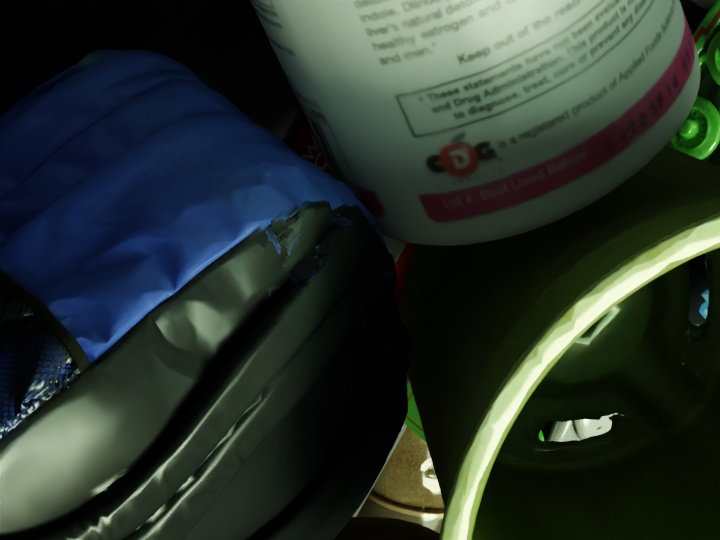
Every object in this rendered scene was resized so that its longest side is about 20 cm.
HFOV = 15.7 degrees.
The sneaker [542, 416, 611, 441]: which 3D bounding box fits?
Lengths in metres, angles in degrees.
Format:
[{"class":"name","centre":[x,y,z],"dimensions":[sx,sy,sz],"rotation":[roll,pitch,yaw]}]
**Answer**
[{"class":"sneaker","centre":[0.096,0.047,1.039],"dimensions":[0.200,0.074,0.089],"rotation":[42,66,-33]}]

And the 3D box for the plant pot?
[{"class":"plant pot","centre":[0.094,0.041,0.787],"dimensions":[0.199,0.190,0.201],"rotation":[-5,112,-13]}]

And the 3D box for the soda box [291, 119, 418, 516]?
[{"class":"soda box","centre":[0.000,0.000,0.933],"dimensions":[0.070,0.063,0.201],"rotation":[2,122,-54]}]

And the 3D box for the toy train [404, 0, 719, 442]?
[{"class":"toy train","centre":[0.079,-0.014,0.903],"dimensions":[0.200,0.056,0.042],"rotation":[-58,153,14]}]

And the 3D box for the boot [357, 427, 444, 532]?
[{"class":"boot","centre":[0.081,0.057,1.096],"dimensions":[0.199,0.073,0.076],"rotation":[-11,120,-44]}]

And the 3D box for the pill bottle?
[{"class":"pill bottle","centre":[0.012,-0.117,0.722],"dimensions":[0.113,0.113,0.201],"rotation":[-37,121,-19]}]

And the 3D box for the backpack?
[{"class":"backpack","centre":[-0.094,0.030,0.748],"dimensions":[0.200,0.168,0.163],"rotation":[-38,150,-18]}]

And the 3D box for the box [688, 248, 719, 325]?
[{"class":"box","centre":[0.169,-0.057,0.955],"dimensions":[0.159,0.046,0.200],"rotation":[-44,-167,43]}]

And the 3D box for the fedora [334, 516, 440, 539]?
[{"class":"fedora","centre":[-0.055,0.139,0.822],"dimensions":[0.201,0.200,0.082],"rotation":[-45,124,-7]}]
